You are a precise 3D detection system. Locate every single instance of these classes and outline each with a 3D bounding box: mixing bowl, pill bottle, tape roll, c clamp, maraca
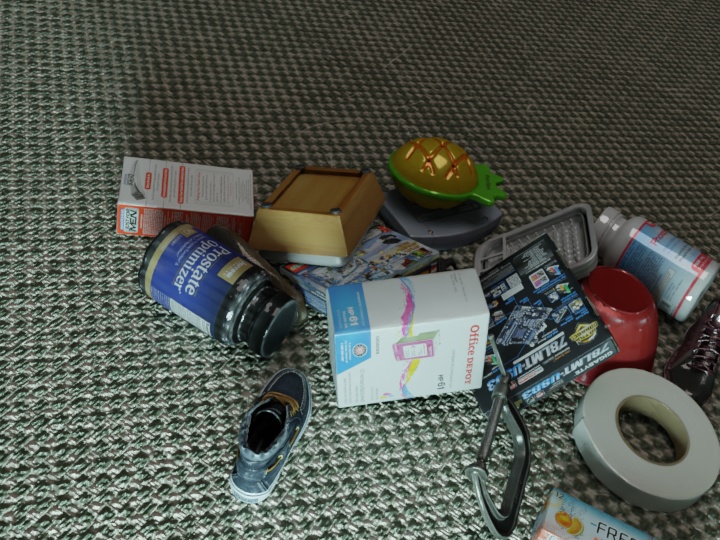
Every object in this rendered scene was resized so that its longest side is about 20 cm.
[{"bbox_3d":[0.362,0.066,1.319,0.195,0.110,0.202,9,41,-7],"label":"mixing bowl"},{"bbox_3d":[-0.186,0.028,1.177,0.198,0.113,0.112,29,42,15],"label":"pill bottle"},{"bbox_3d":[0.383,0.223,1.194,0.198,0.037,0.206,10,47,-10],"label":"tape roll"},{"bbox_3d":[0.466,-0.016,1.442,0.199,0.110,0.108,36,44,21],"label":"pill bottle"},{"bbox_3d":[0.164,0.210,1.078,0.027,0.172,0.202,-10,38,30],"label":"c clamp"},{"bbox_3d":[0.139,-0.152,1.433,0.195,0.108,0.139,11,40,-6],"label":"maraca"}]

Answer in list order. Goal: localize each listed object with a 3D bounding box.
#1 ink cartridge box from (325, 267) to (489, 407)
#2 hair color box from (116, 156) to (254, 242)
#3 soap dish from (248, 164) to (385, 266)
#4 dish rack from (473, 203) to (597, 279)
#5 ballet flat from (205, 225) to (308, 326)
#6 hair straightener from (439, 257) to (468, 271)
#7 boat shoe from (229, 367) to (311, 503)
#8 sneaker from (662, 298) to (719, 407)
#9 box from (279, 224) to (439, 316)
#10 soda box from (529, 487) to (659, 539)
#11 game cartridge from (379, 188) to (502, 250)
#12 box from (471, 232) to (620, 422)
[{"bbox_3d":[0.060,0.087,1.136,0.195,0.146,0.086,-8,45,-6],"label":"ink cartridge box"},{"bbox_3d":[-0.261,-0.104,1.335,0.195,0.065,0.112,6,43,-14],"label":"hair color box"},{"bbox_3d":[-0.062,-0.088,1.326,0.154,0.083,0.201,6,30,16],"label":"soap dish"},{"bbox_3d":[0.268,-0.015,1.350,0.197,0.044,0.173,-24,26,22],"label":"dish rack"},{"bbox_3d":[-0.145,0.006,1.254,0.199,0.068,0.046,39,31,21],"label":"ballet flat"},{"bbox_3d":[0.102,0.034,1.329,0.198,0.041,0.077,-23,55,-42],"label":"hair straightener"},{"bbox_3d":[-0.098,0.172,1.062,0.069,0.092,0.202,17,41,2],"label":"boat shoe"},{"bbox_3d":[0.512,0.106,1.318,0.075,0.117,0.200,26,41,12],"label":"sneaker"},{"bbox_3d":[0.000,0.000,1.289,0.198,0.041,0.136,-24,36,-34],"label":"box"},{"bbox_3d":[0.295,0.337,1.032,0.197,0.064,0.069,26,41,9],"label":"soda box"},{"bbox_3d":[0.132,-0.093,1.475,0.197,0.041,0.134,-14,46,-30],"label":"game cartridge"},{"bbox_3d":[0.220,0.078,1.217,0.198,0.050,0.200,-33,49,10],"label":"box"}]
